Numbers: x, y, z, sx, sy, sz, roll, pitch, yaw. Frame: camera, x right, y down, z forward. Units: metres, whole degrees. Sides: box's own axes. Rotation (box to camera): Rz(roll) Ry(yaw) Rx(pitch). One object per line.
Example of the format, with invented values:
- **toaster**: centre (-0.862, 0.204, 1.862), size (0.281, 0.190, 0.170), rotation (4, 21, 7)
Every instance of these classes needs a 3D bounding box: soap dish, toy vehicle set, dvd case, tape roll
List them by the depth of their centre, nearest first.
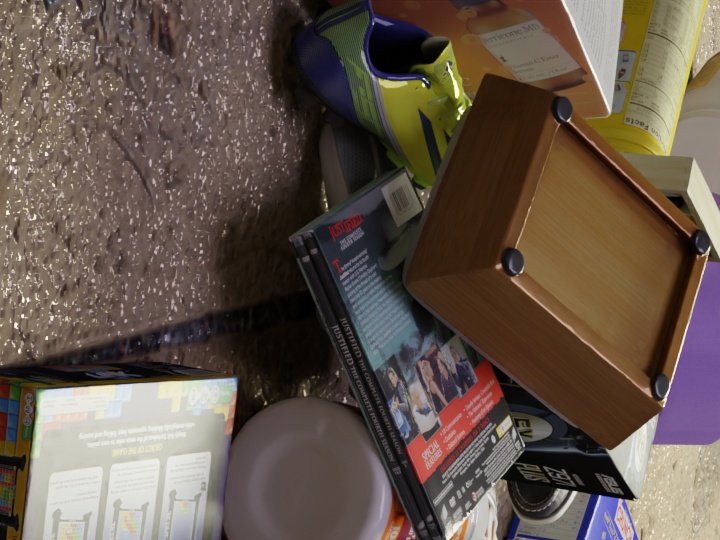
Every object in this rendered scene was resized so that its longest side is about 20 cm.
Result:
- **dvd case**: centre (0.032, 0.048, 1.164), size (0.146, 0.022, 0.201), rotation (-38, 108, -60)
- **soap dish**: centre (0.129, -0.006, 1.197), size (0.200, 0.081, 0.158), rotation (38, 59, -30)
- **toy vehicle set**: centre (0.160, -0.050, 1.403), size (0.124, 0.198, 0.027), rotation (47, 54, -57)
- **tape roll**: centre (0.244, 0.037, 1.519), size (0.200, 0.065, 0.202), rotation (-179, -90, -80)

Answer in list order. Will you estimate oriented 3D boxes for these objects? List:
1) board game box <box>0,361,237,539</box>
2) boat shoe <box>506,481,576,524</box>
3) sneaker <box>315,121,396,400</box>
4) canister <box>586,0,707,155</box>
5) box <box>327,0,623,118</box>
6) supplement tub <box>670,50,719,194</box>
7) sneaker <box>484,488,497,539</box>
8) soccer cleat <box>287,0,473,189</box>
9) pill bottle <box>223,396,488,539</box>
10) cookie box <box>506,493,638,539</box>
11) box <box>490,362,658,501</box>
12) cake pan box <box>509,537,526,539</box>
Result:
- **board game box**: centre (-0.140, 0.134, 0.982), size (0.200, 0.056, 0.167), rotation (4, 94, -65)
- **boat shoe**: centre (0.151, 0.105, 1.570), size (0.060, 0.073, 0.202), rotation (49, 50, -58)
- **sneaker**: centre (0.000, 0.000, 1.239), size (0.070, 0.080, 0.202), rotation (-16, 92, -51)
- **canister**: centre (0.184, -0.148, 1.494), size (0.087, 0.147, 0.201), rotation (58, 43, -52)
- **box**: centre (0.071, -0.190, 1.225), size (0.200, 0.151, 0.107), rotation (54, 40, -54)
- **supplement tub**: centre (0.373, -0.131, 1.897), size (0.200, 0.144, 0.147), rotation (-44, 135, -53)
- **sneaker**: centre (0.061, 0.201, 1.396), size (0.201, 0.078, 0.080), rotation (67, 33, -49)
- **soccer cleat**: centre (0.041, -0.107, 1.210), size (0.199, 0.083, 0.065), rotation (28, 37, -43)
- **pill bottle**: centre (0.003, 0.147, 1.218), size (0.200, 0.113, 0.115), rotation (22, 76, -63)
- **cookie box**: centre (0.175, 0.285, 1.659), size (0.201, 0.075, 0.172), rotation (-66, 150, -31)
- **box**: centre (0.112, 0.081, 1.376), size (0.200, 0.162, 0.087), rotation (54, 48, -56)
- **cake pan box**: centre (0.014, 0.241, 1.205), size (0.053, 0.184, 0.200), rotation (59, 20, 17)
